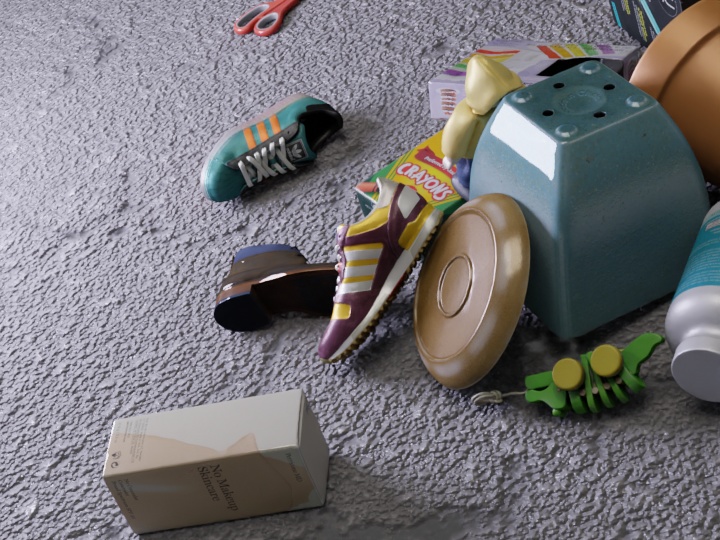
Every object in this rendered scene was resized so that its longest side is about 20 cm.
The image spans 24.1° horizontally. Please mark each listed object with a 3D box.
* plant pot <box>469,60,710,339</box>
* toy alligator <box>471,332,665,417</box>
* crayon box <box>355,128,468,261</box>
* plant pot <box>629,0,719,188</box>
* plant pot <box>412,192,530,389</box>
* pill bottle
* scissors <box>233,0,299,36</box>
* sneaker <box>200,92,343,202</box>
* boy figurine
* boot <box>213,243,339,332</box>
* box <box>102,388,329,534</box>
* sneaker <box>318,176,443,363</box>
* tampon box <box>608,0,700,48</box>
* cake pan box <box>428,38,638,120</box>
[{"bbox_3d":[0.225,-0.090,1.697,0.195,0.201,0.196,-24,38,-17],"label":"plant pot"},{"bbox_3d":[0.202,0.115,1.608,0.199,0.059,0.054,-22,73,21],"label":"toy alligator"},{"bbox_3d":[0.110,-0.104,1.908,0.200,0.051,0.127,-34,40,-17],"label":"crayon box"},{"bbox_3d":[0.392,-0.168,1.752,0.200,0.200,0.140,-31,50,-13],"label":"plant pot"},{"bbox_3d":[0.102,0.017,1.673,0.027,0.200,0.200,14,30,-24],"label":"plant pot"},{"bbox_3d":[0.353,0.028,1.591,0.110,0.111,0.200,4,44,28],"label":"pill bottle"},{"bbox_3d":[-0.094,-0.387,2.366,0.073,0.014,0.200,20,55,42],"label":"scissors"},{"bbox_3d":[-0.105,-0.147,2.038,0.080,0.072,0.200,19,51,44],"label":"sneaker"},{"bbox_3d":[0.139,-0.155,1.767,0.124,0.200,0.064,-31,63,-20],"label":"boy figurine"},{"bbox_3d":[-0.064,-0.002,1.844,0.199,0.075,0.097,-12,42,14],"label":"boot"},{"bbox_3d":[-0.138,0.186,1.639,0.199,0.095,0.078,-11,40,14],"label":"box"},{"bbox_3d":[0.000,0.000,1.751,0.090,0.075,0.200,35,91,6],"label":"sneaker"},{"bbox_3d":[0.384,-0.338,1.981,0.126,0.150,0.200,-27,39,-7],"label":"tampon box"},{"bbox_3d":[0.206,-0.217,1.956,0.199,0.053,0.184,9,29,31],"label":"cake pan box"}]
